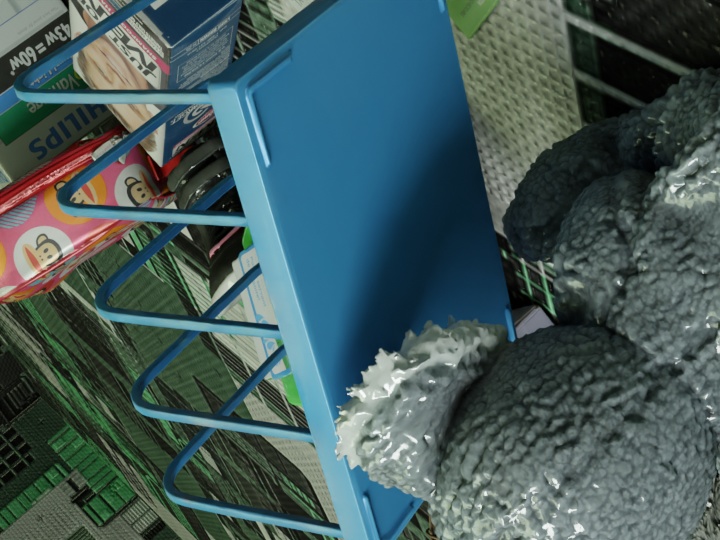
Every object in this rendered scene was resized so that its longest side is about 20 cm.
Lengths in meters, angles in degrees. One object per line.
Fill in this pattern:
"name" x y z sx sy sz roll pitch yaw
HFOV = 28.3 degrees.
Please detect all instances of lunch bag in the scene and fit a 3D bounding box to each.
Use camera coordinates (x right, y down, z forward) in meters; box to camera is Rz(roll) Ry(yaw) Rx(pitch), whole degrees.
"lunch bag" -0.206 -0.053 1.103 0.082 0.175 0.200 59 -177 -5

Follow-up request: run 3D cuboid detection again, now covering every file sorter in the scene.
"file sorter" -0.032 -0.013 0.577 0.122 0.139 0.201 4 123 33

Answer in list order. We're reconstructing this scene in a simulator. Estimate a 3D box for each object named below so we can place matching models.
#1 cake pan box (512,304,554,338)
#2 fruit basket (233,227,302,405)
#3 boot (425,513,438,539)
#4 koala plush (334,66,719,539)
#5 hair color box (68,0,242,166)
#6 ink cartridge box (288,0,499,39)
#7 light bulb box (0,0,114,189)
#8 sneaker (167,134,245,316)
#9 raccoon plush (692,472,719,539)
"cake pan box" 0.110 0.112 0.880 0.184 0.052 0.200 50 163 -5
"fruit basket" 0.000 0.000 0.778 0.200 0.093 0.187 145 110 -68
"boot" 0.077 0.195 1.087 0.201 0.075 0.073 59 162 -23
"koala plush" 0.099 0.042 0.522 0.178 0.200 0.184 49 162 3
"hair color box" -0.136 -0.152 0.924 0.100 0.060 0.200 48 163 7
"ink cartridge box" -0.023 -0.176 0.607 0.200 0.059 0.104 49 162 2
"light bulb box" -0.316 -0.179 1.197 0.201 0.125 0.198 55 161 -14
"sneaker" -0.093 -0.036 0.962 0.099 0.071 0.200 53 -173 -8
"raccoon plush" 0.180 0.138 0.702 0.133 0.097 0.200 31 156 8
